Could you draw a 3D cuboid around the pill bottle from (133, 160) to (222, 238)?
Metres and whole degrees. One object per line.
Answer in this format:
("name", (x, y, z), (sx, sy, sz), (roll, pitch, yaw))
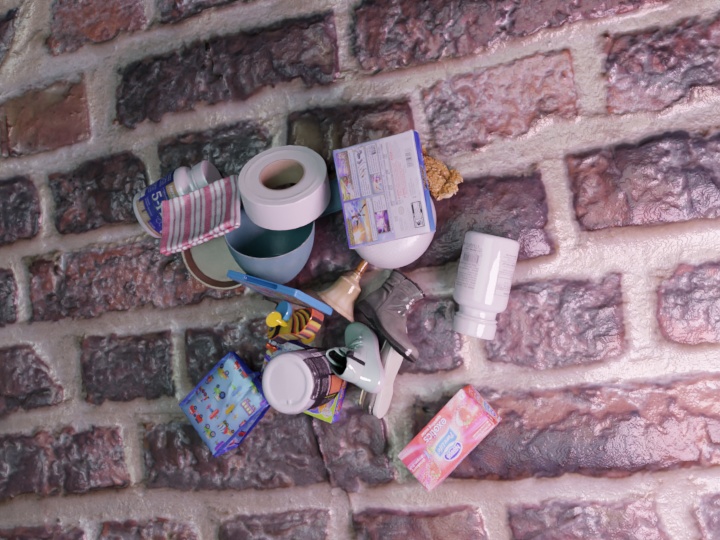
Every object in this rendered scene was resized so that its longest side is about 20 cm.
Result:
("pill bottle", (-0.422, -0.172, 1.874), (0.197, 0.119, 0.122), (-27, 79, 18))

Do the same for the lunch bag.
("lunch bag", (-0.293, 0.292, 1.806), (0.151, 0.094, 0.200), (50, 116, 15))

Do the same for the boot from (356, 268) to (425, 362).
("boot", (0.087, 0.085, 1.661), (0.130, 0.068, 0.200), (-41, 51, -3))

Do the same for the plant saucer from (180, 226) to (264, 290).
("plant saucer", (-0.317, -0.057, 1.849), (0.195, 0.029, 0.205), (0, 96, 0))

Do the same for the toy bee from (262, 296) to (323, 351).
("toy bee", (-0.159, 0.129, 1.752), (0.129, 0.199, 0.111), (23, 79, -17))

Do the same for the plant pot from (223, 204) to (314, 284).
("plant pot", (-0.193, -0.047, 1.762), (0.196, 0.201, 0.137), (17, 138, 20))

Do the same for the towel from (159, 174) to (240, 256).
("towel", (-0.351, -0.123, 1.746), (0.196, 0.030, 0.149), (-20, 53, 13))

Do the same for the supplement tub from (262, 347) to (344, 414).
("supplement tub", (-0.110, 0.223, 1.652), (0.120, 0.199, 0.126), (-1, 88, 20))

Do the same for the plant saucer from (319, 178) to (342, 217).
("plant saucer", (-0.066, -0.164, 1.794), (0.196, 0.019, 0.072), (-19, 82, 20))

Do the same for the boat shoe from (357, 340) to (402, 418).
("boat shoe", (0.047, 0.208, 1.710), (0.059, 0.072, 0.206), (16, 88, 29))

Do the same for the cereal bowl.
("cereal bowl", (0.061, -0.113, 1.685), (0.195, 0.083, 0.205), (-3, 75, 11))

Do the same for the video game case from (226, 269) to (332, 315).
("video game case", (-0.172, 0.047, 1.707), (0.197, 0.143, 0.018), (15, 80, 35))

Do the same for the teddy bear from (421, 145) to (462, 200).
("teddy bear", (0.122, -0.216, 1.662), (0.198, 0.145, 0.068), (36, 136, 17))

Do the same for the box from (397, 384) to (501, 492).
("box", (0.184, 0.343, 1.641), (0.103, 0.094, 0.200), (46, 103, 15))

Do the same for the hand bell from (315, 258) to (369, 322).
("hand bell", (0.000, 0.000, 1.740), (0.103, 0.104, 0.202), (35, 88, 18))

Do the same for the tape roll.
("tape roll", (-0.164, -0.183, 1.741), (0.197, 0.072, 0.205), (-5, 46, 5))

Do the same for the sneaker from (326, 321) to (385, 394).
("sneaker", (-0.022, 0.161, 1.673), (0.074, 0.117, 0.202), (-51, 33, 19))

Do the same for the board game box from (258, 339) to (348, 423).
("board game box", (-0.126, 0.240, 1.789), (0.196, 0.045, 0.138), (17, 94, 20))

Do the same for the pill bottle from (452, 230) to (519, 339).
("pill bottle", (0.248, 0.030, 1.617), (0.112, 0.114, 0.205), (13, 93, 20))

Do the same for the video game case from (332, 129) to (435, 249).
("video game case", (0.047, -0.160, 1.604), (0.177, 0.045, 0.205), (-10, 89, 23))
